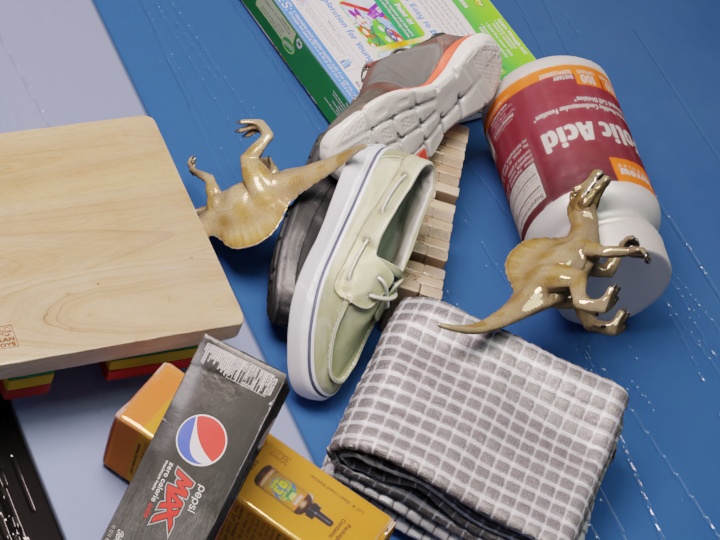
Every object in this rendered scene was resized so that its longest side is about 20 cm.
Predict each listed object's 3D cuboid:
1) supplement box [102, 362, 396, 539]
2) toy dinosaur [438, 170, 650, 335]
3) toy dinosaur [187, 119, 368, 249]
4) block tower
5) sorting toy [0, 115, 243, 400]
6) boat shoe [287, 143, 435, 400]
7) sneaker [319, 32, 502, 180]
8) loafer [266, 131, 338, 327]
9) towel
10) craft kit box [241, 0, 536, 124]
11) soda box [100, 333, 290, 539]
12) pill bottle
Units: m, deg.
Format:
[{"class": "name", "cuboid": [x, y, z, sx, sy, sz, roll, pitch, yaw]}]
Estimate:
[{"class": "supplement box", "cuboid": [-0.078, 0.153, 1.548, 0.199, 0.069, 0.067, 33, 48, 11]}, {"class": "toy dinosaur", "cuboid": [0.147, 0.011, 1.654, 0.101, 0.058, 0.200, 24, 52, 27]}, {"class": "toy dinosaur", "cuboid": [-0.076, -0.061, 1.706, 0.199, 0.058, 0.102, -27, 45, 13]}, {"class": "block tower", "cuboid": [0.044, -0.042, 1.769, 0.054, 0.058, 0.201, 17, 46, -7]}, {"class": "sorting toy", "cuboid": [-0.214, -0.005, 1.610, 0.199, 0.070, 0.200, -9, 56, -27]}, {"class": "boat shoe", "cuboid": [0.000, 0.000, 1.653, 0.062, 0.072, 0.201, 8, 76, 33]}, {"class": "sneaker", "cuboid": [0.026, -0.130, 1.769, 0.082, 0.078, 0.200, 20, 40, 37]}, {"class": "loafer", "cuboid": [-0.024, -0.031, 1.725, 0.070, 0.068, 0.201, 17, 44, 3]}, {"class": "towel", "cuboid": [0.087, 0.123, 1.622, 0.199, 0.086, 0.166, 25, 47, 1]}, {"class": "craft kit box", "cuboid": [0.025, -0.204, 1.911, 0.197, 0.049, 0.200, -18, 58, -29]}, {"class": "soda box", "cuboid": [-0.117, 0.148, 1.470, 0.063, 0.071, 0.201, 26, 80, 5]}, {"class": "pill bottle", "cuboid": [0.174, -0.064, 1.796, 0.113, 0.114, 0.201, 0, 51, -21]}]
